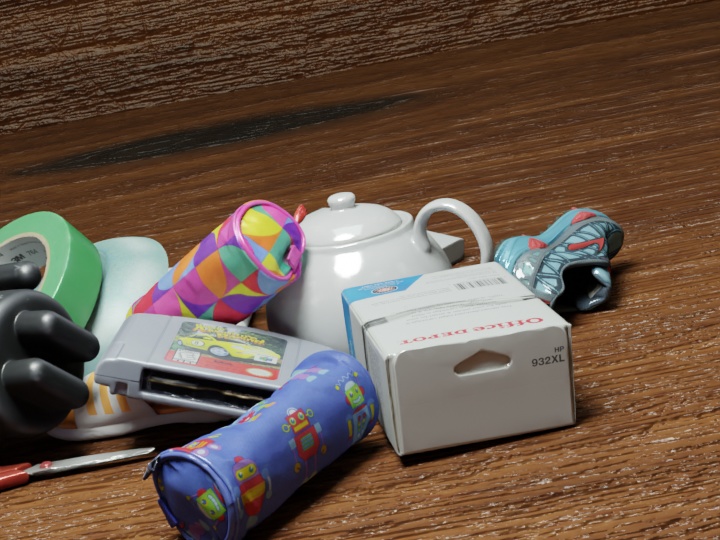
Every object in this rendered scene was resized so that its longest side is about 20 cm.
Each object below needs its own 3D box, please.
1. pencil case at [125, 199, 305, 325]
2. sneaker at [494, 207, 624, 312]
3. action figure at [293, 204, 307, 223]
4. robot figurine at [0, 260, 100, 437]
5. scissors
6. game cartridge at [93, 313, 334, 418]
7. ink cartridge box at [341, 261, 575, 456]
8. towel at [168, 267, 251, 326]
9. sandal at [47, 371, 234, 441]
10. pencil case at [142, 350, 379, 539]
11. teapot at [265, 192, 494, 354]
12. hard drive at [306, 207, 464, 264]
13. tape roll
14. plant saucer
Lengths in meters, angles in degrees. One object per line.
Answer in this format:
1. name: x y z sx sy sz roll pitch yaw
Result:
1. pencil case: -0.131 0.017 1.268 0.200 0.089 0.088 -39 -6 41
2. sneaker: 0.201 0.006 1.323 0.095 0.080 0.199 31 35 31
3. action figure: -0.037 -0.029 1.438 0.197 0.100 0.065 -8 -28 5
4. robot figurine: -0.317 0.080 1.189 0.198 0.126 0.150 -6 24 33
5. scissors: -0.269 0.161 1.154 0.198 0.014 0.073 -16 14 -12
6. game cartridge: -0.113 0.081 1.179 0.197 0.041 0.133 10 12 -2
7. ink cartridge box: 0.074 0.066 1.128 0.143 0.085 0.200 -9 15 -8
8. towel: -0.194 0.038 1.481 0.169 0.049 0.200 -7 16 3
9. sandal: -0.180 0.099 1.226 0.204 0.060 0.079 -9 17 9
10. pencil case: -0.068 0.129 1.020 0.086 0.079 0.199 -22 6 39
11. teapot: 0.000 0.000 1.298 0.198 0.148 0.197 -14 16 -16
12. hard drive: -0.003 -0.025 1.548 0.198 0.027 0.131 15 28 37
13. tape roll: -0.339 0.038 1.360 0.199 0.048 0.202 -25 42 25
14. plant saucer: -0.281 0.032 1.392 0.199 0.039 0.202 -24 38 20
